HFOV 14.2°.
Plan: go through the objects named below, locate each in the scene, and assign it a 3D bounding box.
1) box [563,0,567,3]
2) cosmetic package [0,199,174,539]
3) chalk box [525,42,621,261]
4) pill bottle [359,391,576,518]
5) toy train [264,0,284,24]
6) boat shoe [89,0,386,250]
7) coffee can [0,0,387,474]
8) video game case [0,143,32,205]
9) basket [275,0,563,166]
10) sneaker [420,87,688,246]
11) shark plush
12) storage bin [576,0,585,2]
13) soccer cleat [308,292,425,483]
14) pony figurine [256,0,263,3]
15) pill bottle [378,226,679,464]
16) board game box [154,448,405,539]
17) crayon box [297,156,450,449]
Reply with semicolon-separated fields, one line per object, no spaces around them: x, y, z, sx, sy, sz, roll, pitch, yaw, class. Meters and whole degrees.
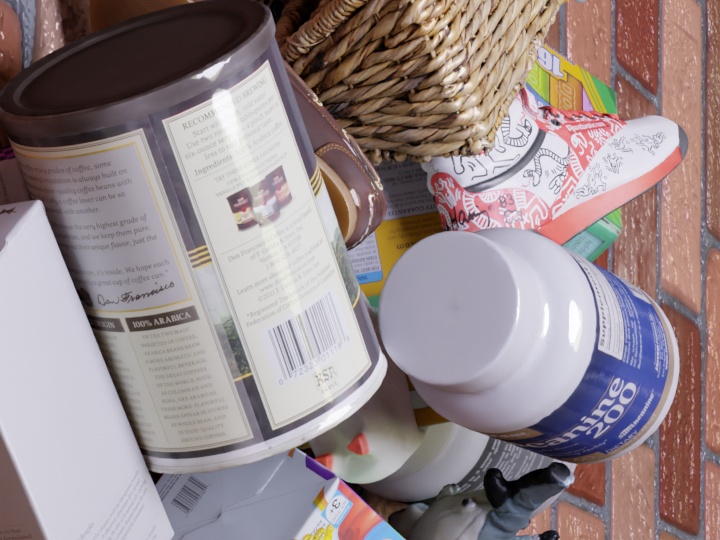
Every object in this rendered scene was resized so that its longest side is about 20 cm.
0.067;-0.200;1.775;0.119;0.200;0.041;59;-5;6;box
-0.175;0.079;1.412;0.108;0.085;0.200;-55;131;-54;cosmetic package
0.081;-0.048;1.810;0.124;0.125;0.200;32;35;-21;chalk box
0.050;0.095;1.815;0.200;0.114;0.114;23;64;-60;pill bottle
-0.070;-0.153;1.725;0.046;0.034;0.200;63;33;-28;toy train
-0.066;-0.088;1.568;0.200;0.070;0.070;50;29;5;boat shoe
-0.085;-0.018;1.465;0.146;0.146;0.200;-50;127;-55;coffee can
-0.127;-0.002;1.576;0.200;0.036;0.182;-36;115;-60;video game case
0.020;-0.175;1.632;0.200;0.143;0.149;-63;140;-40;basket
0.112;-0.080;1.694;0.201;0.067;0.108;-34;102;-40;sneaker
0.079;0.155;1.731;0.200;0.083;0.091;117;-24;-43;shark plush
0.069;-0.280;1.915;0.200;0.134;0.146;64;33;-35;storage bin
-0.025;0.024;1.626;0.078;0.069;0.200;-20;88;-56;soccer cleat
-0.056;-0.246;1.658;0.200;0.166;0.193;-68;159;-44;pony figurine
0.090;0.039;1.569;0.200;0.111;0.111;23;64;-60;pill bottle
-0.029;0.177;1.615;0.105;0.103;0.200;-54;141;-8;board game box
0.000;0.000;1.694;0.052;0.126;0.200;106;-26;-80;crayon box
